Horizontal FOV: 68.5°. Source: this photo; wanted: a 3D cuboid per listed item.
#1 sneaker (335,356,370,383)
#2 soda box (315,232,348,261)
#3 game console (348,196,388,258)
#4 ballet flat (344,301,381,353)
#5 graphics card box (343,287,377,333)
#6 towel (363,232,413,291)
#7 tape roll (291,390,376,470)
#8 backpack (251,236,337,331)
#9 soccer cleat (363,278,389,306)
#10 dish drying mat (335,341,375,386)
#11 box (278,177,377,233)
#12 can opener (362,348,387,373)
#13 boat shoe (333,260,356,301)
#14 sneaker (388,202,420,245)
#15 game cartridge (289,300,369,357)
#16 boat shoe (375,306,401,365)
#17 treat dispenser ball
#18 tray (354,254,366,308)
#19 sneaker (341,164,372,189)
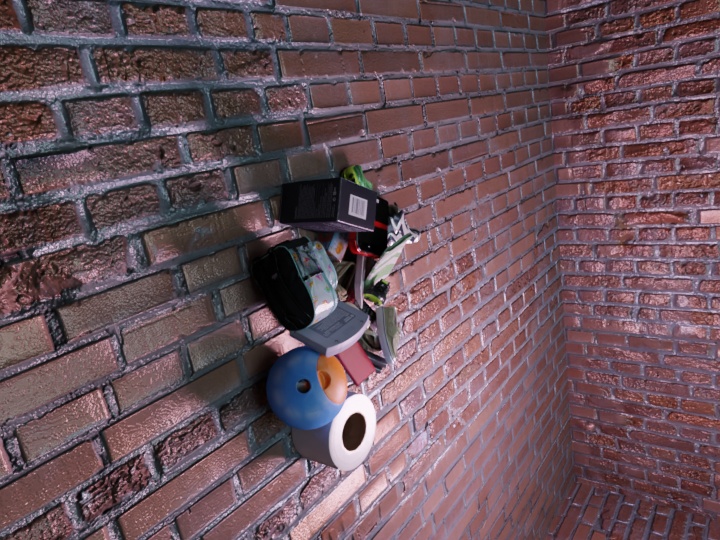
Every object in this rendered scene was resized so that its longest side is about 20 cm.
[{"bbox_3d":[-0.042,0.276,1.513,0.200,0.080,0.071,34,68,-46],"label":"sneaker"},{"bbox_3d":[-0.061,-0.124,1.479,0.068,0.063,0.201,45,57,-43],"label":"soda box"},{"bbox_3d":[0.025,-0.129,1.495,0.200,0.031,0.178,11,79,-62],"label":"game console"},{"bbox_3d":[0.010,0.166,1.503,0.070,0.069,0.200,-57,133,-33],"label":"ballet flat"},{"bbox_3d":[-0.010,0.156,1.569,0.200,0.051,0.126,47,56,-41],"label":"graphics card box"},{"bbox_3d":[0.075,-0.017,1.586,0.152,0.023,0.200,-36,163,-46],"label":"towel"},{"bbox_3d":[-0.069,0.424,1.439,0.202,0.139,0.204,-3,94,-52],"label":"tape roll"},{"bbox_3d":[-0.146,0.036,1.263,0.153,0.175,0.201,-17,82,-48],"label":"backpack"},{"bbox_3d":[0.054,0.062,1.574,0.081,0.067,0.200,-61,175,-1],"label":"soccer cleat"},{"bbox_3d":[-0.038,0.212,1.443,0.077,0.018,0.200,-36,98,-30],"label":"dish drying mat"},{"bbox_3d":[-0.082,-0.160,1.340,0.148,0.199,0.108,10,83,-52],"label":"box"},{"bbox_3d":[-0.013,0.232,1.499,0.199,0.053,0.067,28,26,-21],"label":"can opener"},{"bbox_3d":[-0.072,0.058,1.474,0.071,0.064,0.201,43,59,-44],"label":"boat shoe"},{"bbox_3d":[0.128,-0.155,1.703,0.199,0.079,0.130,-9,108,-41],"label":"sneaker"},{"bbox_3d":[-0.069,0.145,1.339,0.200,0.133,0.041,-32,137,-51],"label":"game cartridge"},{"bbox_3d":[0.086,0.180,1.534,0.072,0.062,0.201,64,14,-48],"label":"boat shoe"},{"bbox_3d":[-0.131,0.287,1.302,0.200,0.200,0.202,-4,95,-51],"label":"treat dispenser ball"},{"bbox_3d":[0.000,0.000,1.528,0.108,0.022,0.201,86,7,-50],"label":"tray"},{"bbox_3d":[0.015,-0.220,1.561,0.084,0.074,0.201,-45,125,-36],"label":"sneaker"}]
